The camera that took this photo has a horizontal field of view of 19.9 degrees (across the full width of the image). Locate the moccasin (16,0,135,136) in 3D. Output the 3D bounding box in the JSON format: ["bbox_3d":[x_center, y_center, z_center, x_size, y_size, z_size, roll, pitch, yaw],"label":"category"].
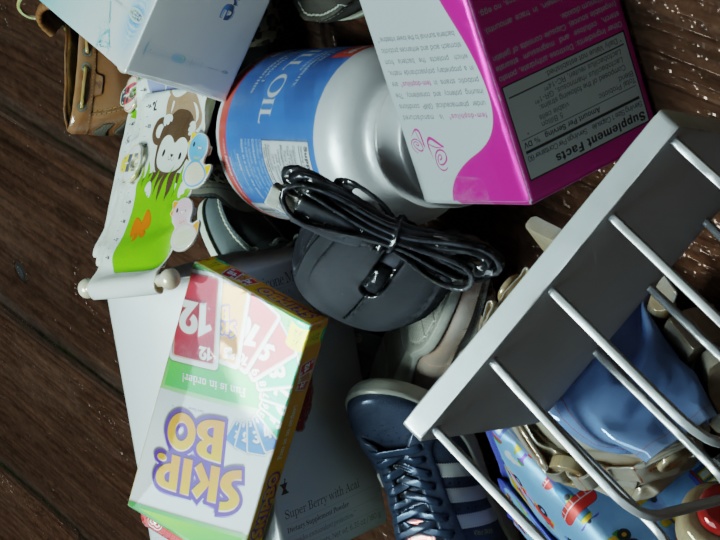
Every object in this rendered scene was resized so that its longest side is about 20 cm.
[{"bbox_3d":[-0.212,-0.195,1.530,0.074,0.078,0.202,147,116,-66],"label":"moccasin"}]

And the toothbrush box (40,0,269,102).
[{"bbox_3d":[-0.137,-0.219,1.325,0.200,0.085,0.147,41,111,44],"label":"toothbrush box"}]

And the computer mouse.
[{"bbox_3d":[0.000,0.000,1.225,0.138,0.053,0.200,23,169,-4],"label":"computer mouse"}]

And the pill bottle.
[{"bbox_3d":[0.004,-0.083,1.257,0.200,0.112,0.112,6,118,57],"label":"pill bottle"}]

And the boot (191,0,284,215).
[{"bbox_3d":[-0.101,-0.129,1.446,0.204,0.073,0.154,22,125,55],"label":"boot"}]

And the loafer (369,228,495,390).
[{"bbox_3d":[0.058,0.040,1.340,0.200,0.063,0.072,116,156,-53],"label":"loafer"}]

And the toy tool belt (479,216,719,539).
[{"bbox_3d":[0.152,0.067,1.126,0.200,0.125,0.123,48,157,26],"label":"toy tool belt"}]

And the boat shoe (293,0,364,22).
[{"bbox_3d":[-0.007,-0.202,1.229,0.072,0.061,0.201,60,152,8],"label":"boat shoe"}]

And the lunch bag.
[{"bbox_3d":[0.153,0.161,1.261,0.151,0.094,0.200,47,160,26],"label":"lunch bag"}]

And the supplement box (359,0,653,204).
[{"bbox_3d":[0.069,-0.144,1.107,0.101,0.103,0.200,5,116,57],"label":"supplement box"}]

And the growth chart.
[{"bbox_3d":[-0.137,-0.071,1.358,0.145,0.018,0.200,-19,57,52],"label":"growth chart"}]

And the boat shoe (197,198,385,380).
[{"bbox_3d":[-0.042,0.004,1.472,0.200,0.073,0.062,51,125,24],"label":"boat shoe"}]

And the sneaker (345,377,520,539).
[{"bbox_3d":[0.045,0.159,1.357,0.075,0.085,0.200,-11,129,34],"label":"sneaker"}]

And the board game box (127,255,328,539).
[{"bbox_3d":[-0.089,0.100,1.317,0.095,0.030,0.200,27,116,26],"label":"board game box"}]

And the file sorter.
[{"bbox_3d":[0.150,0.041,0.997,0.125,0.139,0.200,47,111,22],"label":"file sorter"}]

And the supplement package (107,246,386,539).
[{"bbox_3d":[-0.077,0.092,1.396,0.120,0.121,0.200,-6,97,37],"label":"supplement package"}]
